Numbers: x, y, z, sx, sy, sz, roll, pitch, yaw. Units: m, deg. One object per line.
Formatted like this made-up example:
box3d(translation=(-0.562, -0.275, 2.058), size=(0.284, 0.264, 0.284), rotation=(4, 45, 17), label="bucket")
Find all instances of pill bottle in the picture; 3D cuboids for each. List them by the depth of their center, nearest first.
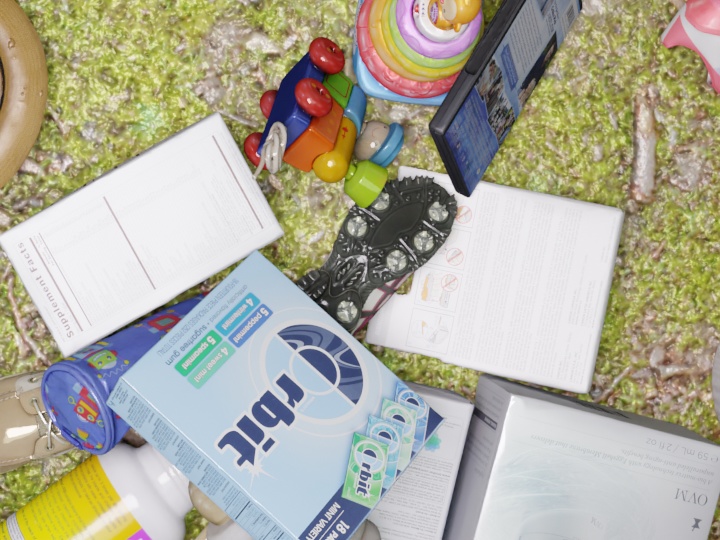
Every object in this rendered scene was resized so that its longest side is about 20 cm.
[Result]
box3d(translation=(-0.214, 0.211, 1.224), size=(0.199, 0.104, 0.105), rotation=(-37, 97, -5), label="pill bottle")

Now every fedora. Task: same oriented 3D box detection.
box3d(translation=(-0.344, -0.139, 1.198), size=(0.198, 0.082, 0.203), rotation=(0, 88, -10), label="fedora")

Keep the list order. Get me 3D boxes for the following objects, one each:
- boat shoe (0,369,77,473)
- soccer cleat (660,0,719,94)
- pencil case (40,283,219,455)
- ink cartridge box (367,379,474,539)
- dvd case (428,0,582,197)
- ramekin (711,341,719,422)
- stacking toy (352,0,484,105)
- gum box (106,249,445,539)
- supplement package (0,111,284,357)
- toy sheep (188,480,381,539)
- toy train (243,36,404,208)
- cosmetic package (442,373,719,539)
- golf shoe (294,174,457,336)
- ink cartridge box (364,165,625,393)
box3d(translation=(-0.242, 0.112, 1.188), size=(0.199, 0.065, 0.073), rotation=(-17, 95, -40), label="boat shoe")
box3d(translation=(0.351, -0.165, 1.316), size=(0.200, 0.067, 0.076), rotation=(43, 118, -14), label="soccer cleat")
box3d(translation=(-0.155, 0.077, 1.183), size=(0.199, 0.078, 0.088), rotation=(-26, 137, -43), label="pencil case")
box3d(translation=(0.004, 0.190, 1.268), size=(0.135, 0.076, 0.202), rotation=(13, 90, -6), label="ink cartridge box")
box3d(translation=(0.122, -0.170, 1.227), size=(0.017, 0.143, 0.201), rotation=(28, 81, 20), label="dvd case")
box3d(translation=(0.403, 0.099, 1.309), size=(0.198, 0.105, 0.203), rotation=(-1, 94, -8), label="ramekin")
box3d(translation=(0.060, -0.199, 1.193), size=(0.108, 0.200, 0.117), rotation=(6, 90, -9), label="stacking toy")
box3d(translation=(-0.060, 0.105, 1.123), size=(0.200, 0.045, 0.170), rotation=(42, 50, 3), label="gum box")
box3d(translation=(-0.177, -0.031, 1.213), size=(0.199, 0.110, 0.115), rotation=(-29, 97, -6), label="supplement package")
box3d(translation=(-0.052, 0.216, 1.167), size=(0.200, 0.138, 0.138), rotation=(42, 87, -17), label="toy sheep")
box3d(translation=(-0.027, -0.090, 1.199), size=(0.115, 0.201, 0.085), rotation=(37, 123, -17), label="toy train")
box3d(translation=(0.180, 0.215, 1.275), size=(0.197, 0.123, 0.202), rotation=(14, 92, -9), label="cosmetic package")
box3d(translation=(0.000, 0.000, 1.261), size=(0.077, 0.088, 0.200), rotation=(43, 73, 7), label="golf shoe")
box3d(translation=(0.117, 0.007, 1.302), size=(0.198, 0.050, 0.163), rotation=(12, 92, 10), label="ink cartridge box")
